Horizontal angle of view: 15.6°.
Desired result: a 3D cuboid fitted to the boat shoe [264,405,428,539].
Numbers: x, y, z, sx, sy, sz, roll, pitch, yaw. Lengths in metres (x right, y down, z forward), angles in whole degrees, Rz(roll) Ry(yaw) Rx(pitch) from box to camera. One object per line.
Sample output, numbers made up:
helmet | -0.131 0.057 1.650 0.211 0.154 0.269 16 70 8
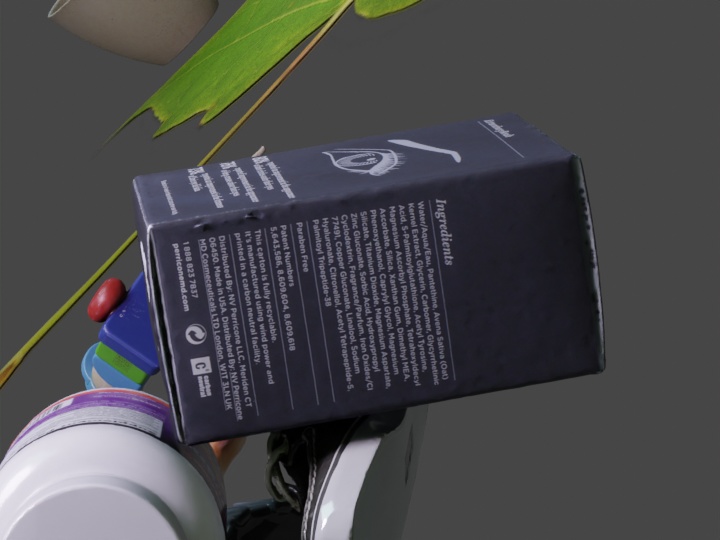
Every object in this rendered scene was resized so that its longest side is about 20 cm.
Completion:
boat shoe | -0.011 0.093 1.233 0.063 0.071 0.200 1 19 9

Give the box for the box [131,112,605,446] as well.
box | 0.000 0.000 1.224 0.199 0.105 0.148 -9 12 -5

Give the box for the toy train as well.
toy train | -0.130 0.008 1.913 0.200 0.085 0.116 -57 2 -34

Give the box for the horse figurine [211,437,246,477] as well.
horse figurine | -0.118 0.126 1.557 0.132 0.050 0.200 -22 24 50

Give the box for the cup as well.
cup | -0.254 -0.329 3.139 0.200 0.143 0.200 -44 14 14

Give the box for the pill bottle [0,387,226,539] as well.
pill bottle | -0.115 0.119 1.174 0.111 0.111 0.200 -47 6 2

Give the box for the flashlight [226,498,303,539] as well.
flashlight | -0.087 0.152 1.370 0.200 0.068 0.068 -20 46 56
